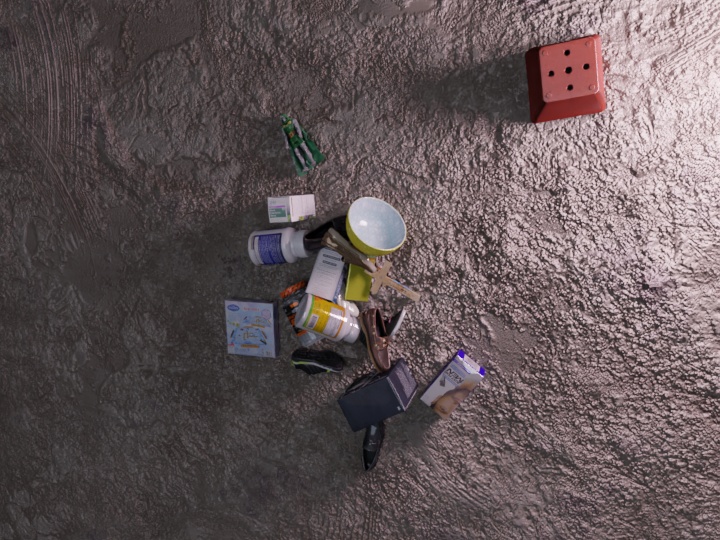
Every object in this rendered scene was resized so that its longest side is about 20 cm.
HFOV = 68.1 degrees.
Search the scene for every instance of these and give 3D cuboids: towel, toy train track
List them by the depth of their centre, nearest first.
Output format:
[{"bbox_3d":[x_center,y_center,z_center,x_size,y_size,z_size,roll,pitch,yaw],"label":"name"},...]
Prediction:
[{"bbox_3d":[0.104,0.040,1.733,0.198,0.033,0.116,30,105,3],"label":"toy train track"},{"bbox_3d":[0.000,0.000,1.743,0.085,0.018,0.203,6,101,-16],"label":"towel"}]

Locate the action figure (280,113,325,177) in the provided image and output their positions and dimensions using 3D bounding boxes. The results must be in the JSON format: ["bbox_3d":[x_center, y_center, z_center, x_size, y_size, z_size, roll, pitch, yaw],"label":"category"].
[{"bbox_3d":[-0.209,-0.423,1.742,0.117,0.055,0.202,-30,86,24],"label":"action figure"}]

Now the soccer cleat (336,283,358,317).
[{"bbox_3d":[-0.071,0.071,1.780,0.200,0.069,0.078,45,106,8],"label":"soccer cleat"}]

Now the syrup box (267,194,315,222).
[{"bbox_3d":[-0.217,-0.200,1.705,0.078,0.200,0.083,-2,100,17],"label":"syrup box"}]

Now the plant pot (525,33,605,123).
[{"bbox_3d":[0.544,-0.513,1.406,0.197,0.176,0.203,-5,99,19],"label":"plant pot"}]

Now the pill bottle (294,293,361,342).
[{"bbox_3d":[-0.101,0.160,1.704,0.198,0.111,0.112,23,109,-18],"label":"pill bottle"}]

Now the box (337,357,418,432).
[{"bbox_3d":[0.060,0.400,1.726,0.198,0.196,0.125,-29,91,20],"label":"box"}]

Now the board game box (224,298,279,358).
[{"bbox_3d":[-0.391,0.206,1.923,0.197,0.041,0.203,3,101,18],"label":"board game box"}]

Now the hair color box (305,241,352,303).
[{"bbox_3d":[-0.098,-0.004,1.737,0.099,0.061,0.203,16,80,14],"label":"hair color box"}]

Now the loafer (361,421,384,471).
[{"bbox_3d":[0.041,0.598,1.837,0.067,0.070,0.204,12,104,15],"label":"loafer"}]

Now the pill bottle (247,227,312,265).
[{"bbox_3d":[-0.264,-0.082,1.786,0.197,0.120,0.122,-4,99,19],"label":"pill bottle"}]

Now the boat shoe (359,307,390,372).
[{"bbox_3d":[0.057,0.219,1.685,0.070,0.070,0.203,-23,81,28],"label":"boat shoe"}]

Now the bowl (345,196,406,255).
[{"bbox_3d":[0.032,-0.118,1.664,0.200,0.200,0.108,44,140,6],"label":"bowl"}]

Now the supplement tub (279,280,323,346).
[{"bbox_3d":[-0.186,0.143,1.800,0.122,0.122,0.202,-28,90,21],"label":"supplement tub"}]

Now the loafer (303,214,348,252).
[{"bbox_3d":[-0.093,-0.127,1.705,0.198,0.063,0.072,-30,61,-9],"label":"loafer"}]

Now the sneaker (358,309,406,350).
[{"bbox_3d":[0.065,0.187,1.751,0.099,0.071,0.201,36,113,4],"label":"sneaker"}]

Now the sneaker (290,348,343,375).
[{"bbox_3d":[-0.150,0.328,1.865,0.197,0.072,0.084,11,127,17],"label":"sneaker"}]

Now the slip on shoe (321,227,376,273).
[{"bbox_3d":[-0.037,-0.049,1.670,0.199,0.076,0.061,40,88,-19],"label":"slip on shoe"}]

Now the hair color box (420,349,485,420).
[{"bbox_3d":[0.296,0.368,1.714,0.109,0.065,0.201,38,111,8],"label":"hair color box"}]
